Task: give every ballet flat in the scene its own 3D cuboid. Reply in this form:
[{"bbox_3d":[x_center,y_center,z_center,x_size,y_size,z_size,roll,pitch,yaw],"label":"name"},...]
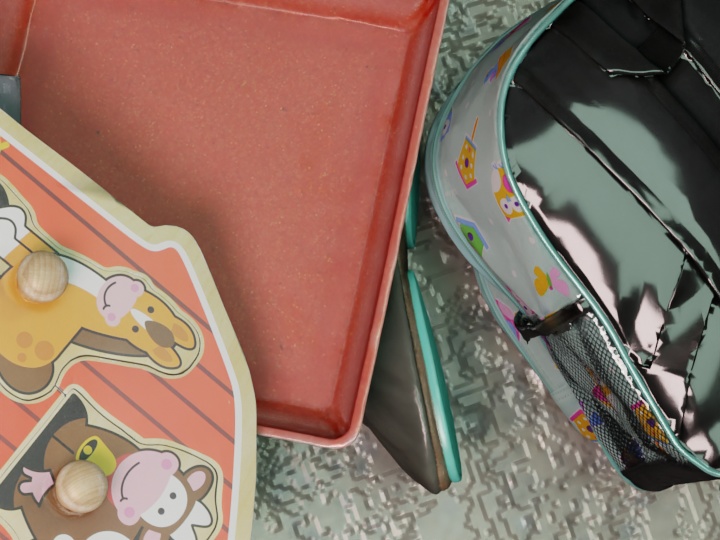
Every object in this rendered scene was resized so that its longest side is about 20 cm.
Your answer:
[{"bbox_3d":[0.000,0.000,1.263,0.068,0.068,0.201,-7,72,5],"label":"ballet flat"}]

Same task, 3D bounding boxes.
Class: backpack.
[{"bbox_3d":[0.127,-0.029,1.250,0.176,0.153,0.200,-38,102,-19],"label":"backpack"}]

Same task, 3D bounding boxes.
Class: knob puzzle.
[{"bbox_3d":[-0.121,0.057,1.144,0.219,0.030,0.221,5,75,-19],"label":"knob puzzle"}]

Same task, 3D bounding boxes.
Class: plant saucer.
[{"bbox_3d":[-0.075,-0.037,1.233,0.199,0.037,0.200,10,78,10],"label":"plant saucer"}]

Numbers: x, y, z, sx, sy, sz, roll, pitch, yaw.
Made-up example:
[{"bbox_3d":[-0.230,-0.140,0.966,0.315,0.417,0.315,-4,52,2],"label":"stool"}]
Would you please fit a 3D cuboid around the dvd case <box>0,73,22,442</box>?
[{"bbox_3d":[-0.229,-0.010,1.151,0.199,0.025,0.151,3,75,-19],"label":"dvd case"}]
